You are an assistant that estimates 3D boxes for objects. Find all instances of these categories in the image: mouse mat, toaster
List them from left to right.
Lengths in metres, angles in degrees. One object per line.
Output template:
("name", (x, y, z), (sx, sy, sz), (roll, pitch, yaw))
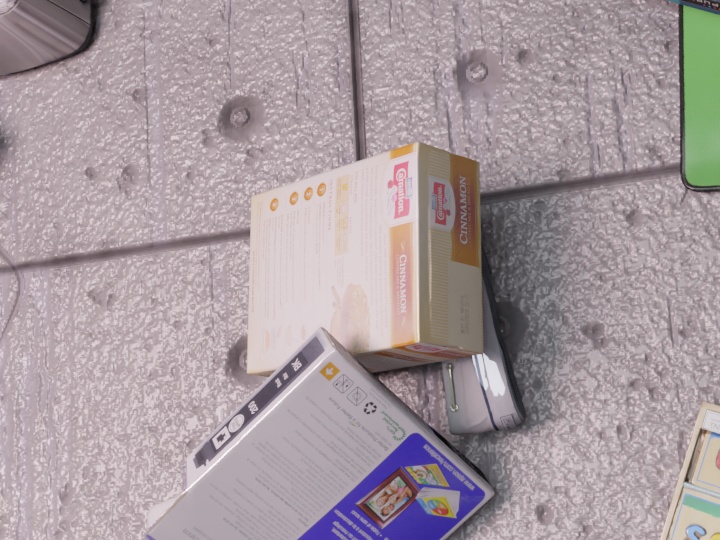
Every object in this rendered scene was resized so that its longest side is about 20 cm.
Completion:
("toaster", (-0.361, -0.255, 1.298), (0.200, 0.129, 0.114), (-9, 74, 18))
("mouse mat", (0.333, -0.161, 1.086), (0.161, 0.008, 0.200), (-2, 76, 20))

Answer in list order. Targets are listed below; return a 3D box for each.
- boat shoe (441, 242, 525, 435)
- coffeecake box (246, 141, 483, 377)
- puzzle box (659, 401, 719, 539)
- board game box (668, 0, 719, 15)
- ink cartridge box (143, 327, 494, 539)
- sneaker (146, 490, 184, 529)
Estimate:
("boat shoe", (0.074, 0.033, 1.098), (0.067, 0.074, 0.200), (-16, 73, 11))
("coffeecake box", (0.000, 0.000, 1.092), (0.200, 0.073, 0.154), (-14, 71, 46))
("puzzle box", (0.325, 0.187, 0.998), (0.200, 0.025, 0.133), (16, 84, 23))
("board game box", (0.320, -0.300, 1.097), (0.151, 0.047, 0.200), (22, 83, 24))
("ink cartridge box", (-0.032, 0.175, 1.052), (0.200, 0.198, 0.043), (-44, 28, 4))
("sneaker", (-0.087, 0.163, 1.137), (0.200, 0.078, 0.100), (-21, 64, 5))
